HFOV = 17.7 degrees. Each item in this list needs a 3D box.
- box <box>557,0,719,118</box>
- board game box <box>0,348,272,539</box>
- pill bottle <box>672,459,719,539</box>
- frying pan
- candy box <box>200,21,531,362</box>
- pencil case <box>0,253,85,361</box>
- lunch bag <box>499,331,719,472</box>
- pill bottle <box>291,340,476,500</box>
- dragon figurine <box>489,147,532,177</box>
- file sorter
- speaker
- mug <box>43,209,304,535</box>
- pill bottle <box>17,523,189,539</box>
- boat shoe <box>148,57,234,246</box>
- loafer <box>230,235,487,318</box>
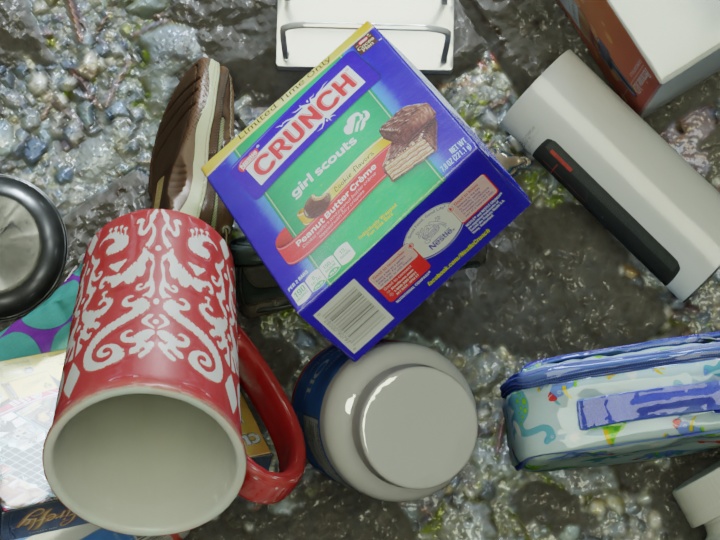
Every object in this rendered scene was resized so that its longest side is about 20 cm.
[{"bbox_3d":[0.205,-0.234,1.740,0.106,0.152,0.201,-32,84,-5],"label":"box"},{"bbox_3d":[-0.180,0.112,1.646,0.199,0.035,0.136,-10,48,-23],"label":"board game box"},{"bbox_3d":[0.318,0.228,1.707,0.109,0.110,0.201,-29,84,-4],"label":"pill bottle"},{"bbox_3d":[-0.319,-0.014,1.775,0.189,0.031,0.116,-7,82,-4],"label":"frying pan"},{"bbox_3d":[0.000,-0.060,1.632,0.169,0.200,0.077,-42,129,5],"label":"candy box"},{"bbox_3d":[-0.244,0.069,1.734,0.200,0.085,0.093,-37,66,-3],"label":"pencil case"},{"bbox_3d":[0.206,0.097,1.696,0.199,0.161,0.083,-8,83,-1],"label":"lunch bag"},{"bbox_3d":[0.020,0.106,1.658,0.112,0.200,0.113,0,90,-13],"label":"pill bottle"},{"bbox_3d":[0.028,-0.072,1.765,0.199,0.099,0.059,2,83,18],"label":"dragon figurine"},{"bbox_3d":[0.005,-0.261,1.757,0.138,0.125,0.201,1,84,0],"label":"file sorter"},{"bbox_3d":[0.201,-0.073,1.756,0.200,0.081,0.081,45,85,4],"label":"speaker"},{"bbox_3d":[-0.133,0.076,1.594,0.133,0.201,0.178,-23,127,17],"label":"mug"},{"bbox_3d":[-0.235,0.194,1.706,0.199,0.112,0.113,-28,84,-4],"label":"pill bottle"},{"bbox_3d":[-0.117,-0.063,1.750,0.075,0.075,0.203,24,59,-24],"label":"boat shoe"},{"bbox_3d":[0.000,0.000,1.762,0.199,0.072,0.063,-3,102,6],"label":"loafer"}]
